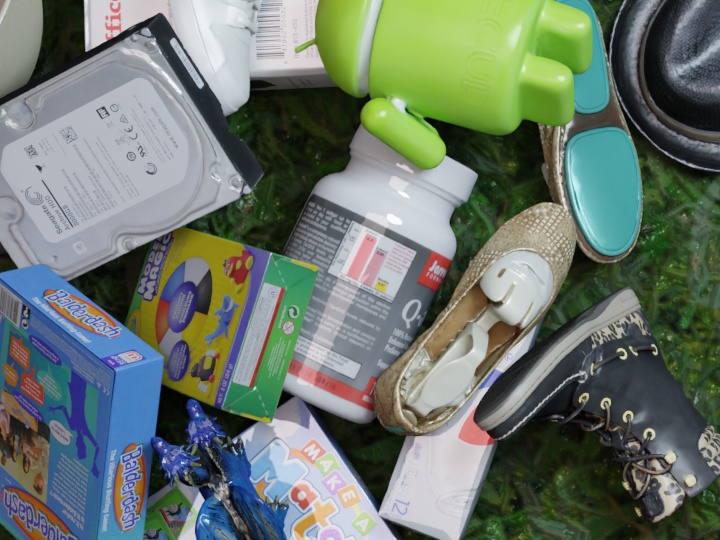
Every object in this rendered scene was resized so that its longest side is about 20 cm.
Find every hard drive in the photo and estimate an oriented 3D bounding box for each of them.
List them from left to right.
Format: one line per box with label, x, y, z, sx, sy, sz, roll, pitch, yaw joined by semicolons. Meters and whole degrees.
hard drive;-0.187;-0.079;1.563;0.200;0.038;0.140;-23;108;27

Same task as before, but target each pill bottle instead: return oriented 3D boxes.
pill bottle;0.000;0.000;1.601;0.116;0.116;0.200;26;91;8

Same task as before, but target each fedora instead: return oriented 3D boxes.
fedora;0.277;-0.168;1.586;0.201;0.092;0.201;0;87;7

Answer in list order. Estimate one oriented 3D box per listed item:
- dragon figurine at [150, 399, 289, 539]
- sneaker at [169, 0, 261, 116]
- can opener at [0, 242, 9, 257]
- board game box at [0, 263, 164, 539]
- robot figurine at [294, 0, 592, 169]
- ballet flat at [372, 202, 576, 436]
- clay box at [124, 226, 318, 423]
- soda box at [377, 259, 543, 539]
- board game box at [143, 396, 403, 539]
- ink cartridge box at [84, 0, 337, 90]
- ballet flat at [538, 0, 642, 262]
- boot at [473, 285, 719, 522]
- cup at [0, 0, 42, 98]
dragon figurine;-0.085;0.178;1.559;0.059;0.099;0.200;-28;101;6
sneaker;-0.076;-0.215;1.559;0.116;0.074;0.200;-12;86;9
can opener;-0.310;-0.037;1.667;0.200;0.067;0.053;1;86;1
board game box;-0.210;0.117;1.579;0.152;0.045;0.200;35;126;39
robot figurine;0.058;-0.163;1.529;0.200;0.116;0.176;16;73;12
ballet flat;0.088;0.040;1.542;0.071;0.065;0.200;36;94;-16
clay box;-0.113;0.032;1.585;0.048;0.200;0.115;18;88;-34
soda box;0.078;0.096;1.611;0.063;0.068;0.200;20;89;8
board game box;-0.083;0.208;1.641;0.200;0.037;0.151;-35;83;3
ink cartridge box;-0.099;-0.208;1.642;0.200;0.084;0.145;-2;86;6
ballet flat;0.158;-0.102;1.609;0.070;0.065;0.200;-5;84;-23
boot;0.175;0.109;1.550;0.073;0.200;0.151;-36;88;37
cup;-0.313;-0.185;1.627;0.200;0.143;0.200;-6;70;17
